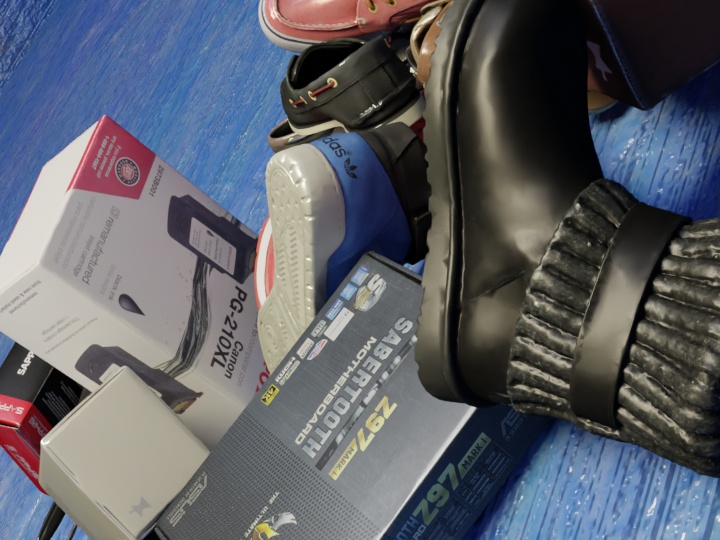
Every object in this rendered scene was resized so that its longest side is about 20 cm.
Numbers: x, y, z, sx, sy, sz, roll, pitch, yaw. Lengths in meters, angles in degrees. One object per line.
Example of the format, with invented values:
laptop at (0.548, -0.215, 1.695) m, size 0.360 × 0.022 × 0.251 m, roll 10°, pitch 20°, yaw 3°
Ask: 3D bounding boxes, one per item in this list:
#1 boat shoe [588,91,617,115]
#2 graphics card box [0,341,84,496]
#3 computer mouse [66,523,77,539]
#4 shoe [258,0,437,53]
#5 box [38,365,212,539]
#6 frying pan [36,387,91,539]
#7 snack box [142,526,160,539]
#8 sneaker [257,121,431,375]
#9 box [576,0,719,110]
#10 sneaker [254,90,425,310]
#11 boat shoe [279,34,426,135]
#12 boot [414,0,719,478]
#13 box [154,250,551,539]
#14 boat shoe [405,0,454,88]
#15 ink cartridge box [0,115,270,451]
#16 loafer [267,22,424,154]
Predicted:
boat shoe at (0.140, -0.170, 0.838) m, size 0.065 × 0.072 × 0.201 m, roll 124°, pitch 161°, yaw -61°
graphics card box at (-0.218, 0.070, 1.102) m, size 0.051 × 0.126 × 0.201 m, roll 10°, pitch 58°, yaw 25°
computer mouse at (-0.186, 0.159, 1.037) m, size 0.110 × 0.044 × 0.201 m, roll -22°, pitch 44°, yaw 58°
shoe at (0.024, -0.208, 0.962) m, size 0.091 × 0.199 × 0.072 m, roll 95°, pitch 163°, yaw -82°
box at (-0.150, 0.125, 0.855) m, size 0.068 × 0.082 × 0.200 m, roll -44°, pitch 0°, yaw -20°
frying pan at (-0.201, 0.109, 1.038) m, size 0.190 × 0.031 × 0.115 m, roll -50°, pitch 23°, yaw 18°
snack box at (-0.122, 0.210, 0.848) m, size 0.200 × 0.037 × 0.116 m, roll -47°, pitch 25°, yaw 16°
sneaker at (0.001, 0.001, 0.835) m, size 0.111 × 0.201 × 0.077 m, roll -20°, pitch 42°, yaw -27°
box at (0.151, -0.212, 0.678) m, size 0.200 × 0.165 × 0.166 m, roll -34°, pitch 24°, yaw -5°
sneaker at (0.005, -0.048, 0.911) m, size 0.115 × 0.078 × 0.201 m, roll -24°, pitch 39°, yaw 52°
boat shoe at (-0.015, -0.131, 0.944) m, size 0.074 × 0.063 × 0.201 m, roll -37°, pitch 18°, yaw -9°
boot at (0.108, -0.029, 0.578) m, size 0.157 × 0.079 × 0.212 m, roll 6°, pitch 95°, yaw 45°
box at (-0.004, 0.099, 0.713) m, size 0.200 × 0.051 × 0.158 m, roll -52°, pitch 35°, yaw -4°
boat shoe at (0.068, -0.149, 0.877) m, size 0.200 × 0.071 × 0.076 m, roll -77°, pitch 0°, yaw -76°
ink cartridge box at (-0.139, 0.017, 0.940) m, size 0.084 × 0.200 × 0.145 m, roll -31°, pitch 32°, yaw 37°
loafer at (0.010, -0.143, 1.045) m, size 0.200 × 0.063 × 0.072 m, roll -46°, pitch 24°, yaw 19°
